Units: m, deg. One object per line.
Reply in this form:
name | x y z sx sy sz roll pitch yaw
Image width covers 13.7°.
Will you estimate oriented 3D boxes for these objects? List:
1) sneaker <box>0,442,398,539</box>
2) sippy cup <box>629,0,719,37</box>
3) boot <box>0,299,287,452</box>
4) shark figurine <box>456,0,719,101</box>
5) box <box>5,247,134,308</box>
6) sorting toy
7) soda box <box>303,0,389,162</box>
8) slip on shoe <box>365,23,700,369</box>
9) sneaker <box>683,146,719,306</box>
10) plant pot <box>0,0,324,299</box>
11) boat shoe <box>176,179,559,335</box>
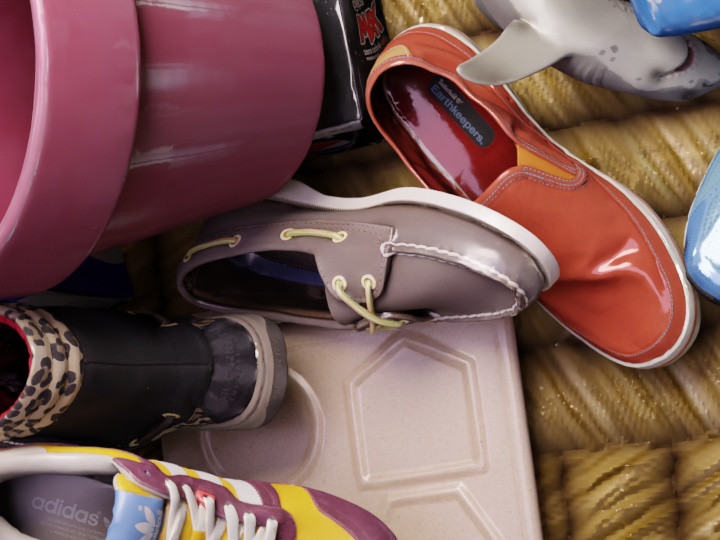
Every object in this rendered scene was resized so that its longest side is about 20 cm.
sneaker | -0.079 0.121 1.317 0.199 0.090 0.075 7 82 1
sippy cup | 0.159 -0.173 1.311 0.177 0.140 0.131 -11 94 17
boot | -0.150 0.053 1.388 0.200 0.150 0.073 -6 83 44
shark figurine | 0.068 -0.156 1.387 0.128 0.090 0.215 -24 85 -16
box | -0.238 -0.048 1.478 0.184 0.105 0.200 -22 79 19
sorting toy | -0.003 0.107 1.417 0.185 0.036 0.200 -10 78 20
soda box | -0.036 -0.156 1.430 0.071 0.063 0.200 -14 82 20
slip on shoe | 0.075 -0.030 1.368 0.200 0.061 0.074 48 119 8
sneaker | 0.206 -0.070 1.316 0.078 0.090 0.200 41 101 19
plant pot | -0.124 -0.090 1.335 0.200 0.179 0.201 6 98 50
boat shoe | 0.000 0.000 1.375 0.200 0.072 0.060 9 53 38
